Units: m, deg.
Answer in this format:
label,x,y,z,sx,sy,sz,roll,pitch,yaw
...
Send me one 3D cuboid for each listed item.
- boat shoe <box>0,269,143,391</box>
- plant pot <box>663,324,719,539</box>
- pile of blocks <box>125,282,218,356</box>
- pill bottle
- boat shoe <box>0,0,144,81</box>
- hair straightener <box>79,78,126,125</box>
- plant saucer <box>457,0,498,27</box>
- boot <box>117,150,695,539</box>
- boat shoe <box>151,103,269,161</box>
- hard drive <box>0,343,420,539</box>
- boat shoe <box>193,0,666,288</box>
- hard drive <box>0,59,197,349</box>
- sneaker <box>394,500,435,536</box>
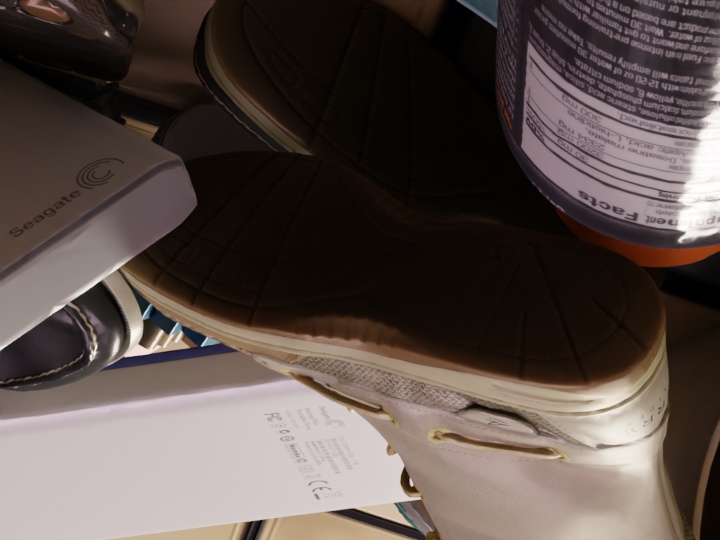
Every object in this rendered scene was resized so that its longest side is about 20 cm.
label,x,y,z,sx,sy,sz,roll,pitch,yaw
boat shoe,-0.166,0.019,0.744,0.199,0.066,0.075,9,129,31
plant pot,0.153,0.097,0.862,0.187,0.188,0.200,28,168,-23
pile of blocks,-0.110,0.007,0.902,0.200,0.082,0.062,26,111,-21
pill bottle,0.090,-0.075,0.598,0.106,0.107,0.200,13,155,8
boat shoe,-0.097,-0.106,0.691,0.075,0.074,0.200,15,178,-16
hair straightener,-0.094,-0.046,0.796,0.200,0.041,0.077,27,134,26
plant saucer,0.020,-0.141,0.584,0.070,0.019,0.200,37,161,18
boot,0.017,0.044,0.718,0.199,0.072,0.155,16,146,29
boat shoe,0.000,0.000,0.863,0.200,0.069,0.057,31,151,-12
hard drive,-0.063,0.067,0.838,0.199,0.025,0.132,-8,153,8
boat shoe,0.019,-0.035,0.767,0.200,0.072,0.066,25,149,-27
hard drive,-0.166,-0.029,0.720,0.200,0.132,0.027,29,146,42
sneaker,0.074,0.132,1.079,0.200,0.072,0.080,37,159,-22
